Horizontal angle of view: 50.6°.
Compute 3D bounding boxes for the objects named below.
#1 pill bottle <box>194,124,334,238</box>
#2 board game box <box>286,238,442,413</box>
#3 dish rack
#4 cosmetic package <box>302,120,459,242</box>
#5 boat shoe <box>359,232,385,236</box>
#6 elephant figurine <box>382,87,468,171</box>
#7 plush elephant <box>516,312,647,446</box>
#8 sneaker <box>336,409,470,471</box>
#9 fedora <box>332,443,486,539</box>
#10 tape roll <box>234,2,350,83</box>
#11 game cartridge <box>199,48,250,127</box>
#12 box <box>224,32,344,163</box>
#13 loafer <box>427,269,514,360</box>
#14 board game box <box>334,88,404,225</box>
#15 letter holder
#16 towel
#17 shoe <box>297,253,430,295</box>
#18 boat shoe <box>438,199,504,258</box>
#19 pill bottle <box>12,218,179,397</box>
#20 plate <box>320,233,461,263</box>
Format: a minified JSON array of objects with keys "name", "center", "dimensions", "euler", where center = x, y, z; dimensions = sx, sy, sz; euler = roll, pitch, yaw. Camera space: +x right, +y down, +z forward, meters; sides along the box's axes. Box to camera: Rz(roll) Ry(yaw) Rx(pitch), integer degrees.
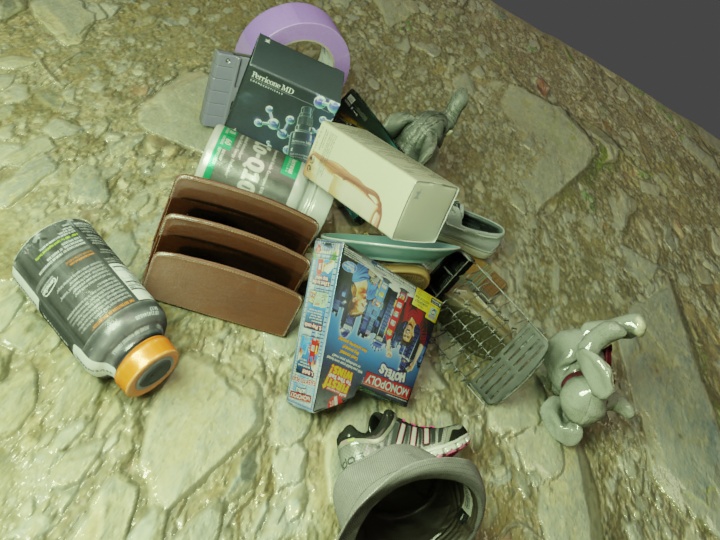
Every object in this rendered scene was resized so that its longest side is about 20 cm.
[{"name":"pill bottle","center":[-0.143,-0.126,1.136],"dimensions":[0.198,0.114,0.114],"euler":[23,38,-12]},{"name":"board game box","center":[-0.006,0.094,0.975],"dimensions":[0.199,0.202,0.061],"euler":[30,-13,-38]},{"name":"dish rack","center":[0.164,0.088,1.096],"dimensions":[0.200,0.154,0.054],"euler":[48,24,18]},{"name":"cosmetic package","center":[0.024,-0.124,1.056],"dimensions":[0.103,0.088,0.199],"euler":[4,27,-47]},{"name":"boat shoe","center":[0.027,0.017,1.139],"dimensions":[0.058,0.072,0.202],"euler":[7,45,-8]},{"name":"elephant figurine","center":[0.096,-0.220,1.331],"dimensions":[0.139,0.202,0.156],"euler":[16,37,-9]},{"name":"plush elephant","center":[0.338,0.164,1.126],"dimensions":[0.197,0.166,0.156],"euler":[5,47,-20]},{"name":"sneaker","center":[0.051,0.209,0.938],"dimensions":[0.198,0.074,0.088],"euler":[-9,59,-35]},{"name":"fedora","center":[0.039,0.252,0.822],"dimensions":[0.197,0.179,0.090],"euler":[3,25,-31]},{"name":"tape roll","center":[-0.120,-0.364,1.343],"dimensions":[0.198,0.201,0.066],"euler":[0,47,-35]},{"name":"game cartridge","center":[-0.166,-0.293,1.293],"dimensions":[0.198,0.131,0.038],"euler":[0,28,-34]},{"name":"box","center":[-0.131,-0.235,1.194],"dimensions":[0.147,0.201,0.108],"euler":[20,38,-14]},{"name":"loafer","center":[0.158,0.059,1.179],"dimensions":[0.199,0.076,0.067],"euler":[38,44,7]},{"name":"board game box","center":[-0.008,-0.195,1.296],"dimensions":[0.028,0.135,0.201],"euler":[23,30,-57]},{"name":"letter holder","center":[-0.163,-0.020,0.982],"dimensions":[0.197,0.143,0.101],"euler":[18,39,-18]},{"name":"towel","center":[0.148,-0.017,1.301],"dimensions":[0.200,0.022,0.146],"euler":[45,39,13]},{"name":"shoe","center":[0.000,0.000,1.069],"dimensions":[0.197,0.070,0.054],"euler":[-1,56,12]},{"name":"boat shoe","center":[0.158,-0.090,1.311],"dimensions":[0.198,0.072,0.071],"euler":[22,38,-16]},{"name":"pill bottle","center":[-0.289,0.045,0.850],"dimensions":[0.200,0.107,0.106],"euler":[45,39,16]},{"name":"plate","center":[0.041,-0.030,1.060],"dimensions":[0.197,0.026,0.200],"euler":[6,6,-1]}]
